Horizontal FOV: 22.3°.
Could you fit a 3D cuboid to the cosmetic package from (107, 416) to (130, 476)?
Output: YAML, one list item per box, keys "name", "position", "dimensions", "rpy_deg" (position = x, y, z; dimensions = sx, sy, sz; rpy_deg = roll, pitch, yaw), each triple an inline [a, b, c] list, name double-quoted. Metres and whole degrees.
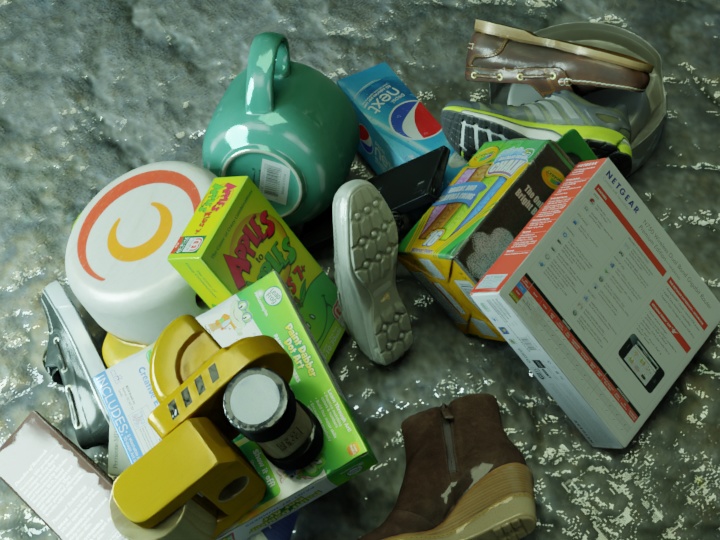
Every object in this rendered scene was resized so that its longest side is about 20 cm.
- name: "cosmetic package"
  position: [-0.132, 0.150, 1.714]
  dimensions: [0.198, 0.073, 0.105]
  rpy_deg: [5, 100, 17]

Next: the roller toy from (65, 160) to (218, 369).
- name: "roller toy"
  position: [-0.189, 0.000, 1.827]
  dimensions: [0.181, 0.140, 0.201]
  rpy_deg: [-23, 48, 9]

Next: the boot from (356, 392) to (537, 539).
- name: "boot"
  position: [0.058, 0.205, 1.678]
  dimensions: [0.198, 0.073, 0.167]
  rpy_deg: [-19, 40, 0]

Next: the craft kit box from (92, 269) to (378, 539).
- name: "craft kit box"
  position: [-0.114, 0.132, 1.634]
  dimensions: [0.197, 0.049, 0.201]
  rpy_deg: [-30, 65, 5]

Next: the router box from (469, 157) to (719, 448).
- name: "router box"
  position: [0.222, 0.031, 1.682]
  dimensions: [0.180, 0.200, 0.049]
  rpy_deg: [-48, 19, -23]

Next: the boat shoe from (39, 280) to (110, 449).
- name: "boat shoe"
  position: [-0.288, 0.092, 1.826]
  dimensions: [0.056, 0.069, 0.201]
  rpy_deg: [-28, 54, -6]

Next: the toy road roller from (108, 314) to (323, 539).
- name: "toy road roller"
  position: [-0.139, 0.133, 1.550]
  dimensions: [0.200, 0.123, 0.146]
  rpy_deg: [-41, 64, -3]

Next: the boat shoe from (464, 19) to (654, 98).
- name: "boat shoe"
  position: [0.201, -0.203, 1.871]
  dimensions: [0.199, 0.070, 0.071]
  rpy_deg: [16, 96, 27]

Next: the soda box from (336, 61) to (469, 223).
- name: "soda box"
  position: [0.050, -0.127, 1.908]
  dimensions: [0.064, 0.068, 0.200]
  rpy_deg: [-24, 51, -19]

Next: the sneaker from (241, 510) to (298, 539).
- name: "sneaker"
  position: [-0.088, 0.306, 1.620]
  dimensions: [0.114, 0.081, 0.200]
  rpy_deg: [20, 67, 21]

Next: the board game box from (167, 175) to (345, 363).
- name: "board game box"
  position: [-0.092, 0.015, 1.753]
  dimensions: [0.047, 0.200, 0.102]
  rpy_deg: [0, 50, 41]

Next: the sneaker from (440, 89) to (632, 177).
- name: "sneaker"
  position: [0.178, -0.141, 1.827]
  dimensions: [0.198, 0.074, 0.081]
  rpy_deg: [12, 48, 10]

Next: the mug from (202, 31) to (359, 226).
- name: "mug"
  position: [-0.095, -0.132, 1.865]
  dimensions: [0.151, 0.185, 0.115]
  rpy_deg: [-26, 27, 33]

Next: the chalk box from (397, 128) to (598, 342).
- name: "chalk box"
  position: [0.154, -0.045, 1.753]
  dimensions: [0.200, 0.125, 0.124]
  rpy_deg: [-48, 21, -17]

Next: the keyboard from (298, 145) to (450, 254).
- name: "keyboard"
  position: [0.014, -0.051, 1.842]
  dimensions: [0.199, 0.040, 0.105]
  rpy_deg: [-23, 34, 42]

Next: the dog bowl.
- name: "dog bowl"
  position: [0.226, -0.167, 1.910]
  dimensions: [0.198, 0.059, 0.201]
  rpy_deg: [-7, 52, 9]

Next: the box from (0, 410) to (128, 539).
- name: "box"
  position: [-0.246, 0.226, 1.688]
  dimensions: [0.075, 0.100, 0.200]
  rpy_deg: [-46, 56, -7]

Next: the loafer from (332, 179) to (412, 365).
- name: "loafer"
  position: [0.000, 0.000, 1.748]
  dimensions: [0.070, 0.201, 0.070]
  rpy_deg: [-31, 38, -31]
